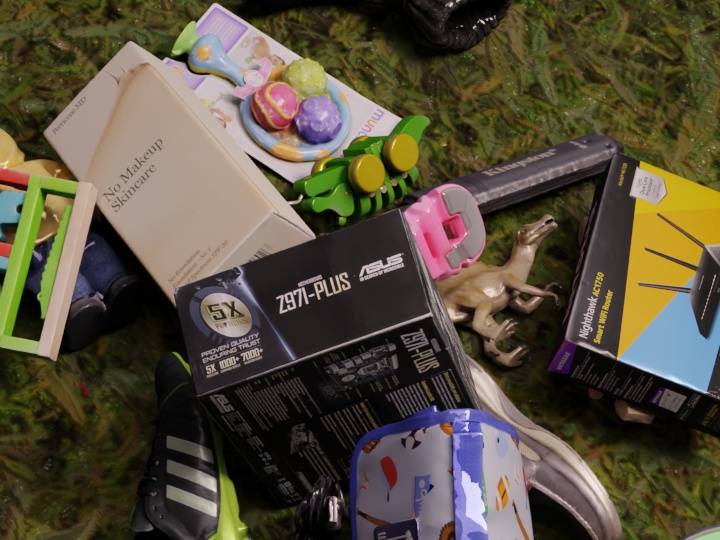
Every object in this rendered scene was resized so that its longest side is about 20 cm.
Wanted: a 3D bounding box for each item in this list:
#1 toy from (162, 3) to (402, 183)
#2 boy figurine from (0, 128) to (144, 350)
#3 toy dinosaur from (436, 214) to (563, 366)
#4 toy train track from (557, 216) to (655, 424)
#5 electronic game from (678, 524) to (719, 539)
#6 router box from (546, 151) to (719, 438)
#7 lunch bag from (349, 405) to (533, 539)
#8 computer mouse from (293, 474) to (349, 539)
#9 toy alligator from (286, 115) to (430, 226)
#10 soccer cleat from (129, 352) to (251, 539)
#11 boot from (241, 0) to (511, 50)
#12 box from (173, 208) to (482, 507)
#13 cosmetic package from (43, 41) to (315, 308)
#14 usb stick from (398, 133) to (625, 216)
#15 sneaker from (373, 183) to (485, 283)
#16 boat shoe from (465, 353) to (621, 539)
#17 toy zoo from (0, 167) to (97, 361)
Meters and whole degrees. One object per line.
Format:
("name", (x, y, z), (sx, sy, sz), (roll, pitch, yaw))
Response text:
("toy", (-0.066, -0.145, 1.529), (0.199, 0.047, 0.115), (30, 57, 9))
("boy figurine", (-0.251, -0.034, 1.401), (0.124, 0.065, 0.200), (-32, 67, -29))
("toy dinosaur", (0.088, 0.029, 1.454), (0.199, 0.058, 0.101), (-27, 49, -25))
("toy train track", (0.197, 0.042, 1.470), (0.114, 0.033, 0.201), (10, 47, -17))
("electronic game", (0.288, 0.272, 1.328), (0.199, 0.042, 0.201), (6, 55, -9))
("router box", (0.237, 0.017, 1.435), (0.148, 0.051, 0.201), (21, 51, -1))
("lunch bag", (0.055, 0.188, 1.208), (0.123, 0.200, 0.171), (-2, 74, -4))
("computer mouse", (-0.057, 0.236, 1.222), (0.053, 0.139, 0.201), (31, 74, 6))
("toy alligator", (-0.012, -0.061, 1.465), (0.200, 0.059, 0.055), (-33, 110, -34))
("soccer cleat", (-0.127, 0.148, 1.306), (0.081, 0.068, 0.201), (-13, 60, -9))
("boot", (0.013, -0.241, 1.595), (0.210, 0.080, 0.158), (-29, 66, -29))
("box", (-0.015, 0.065, 1.274), (0.163, 0.200, 0.087), (-19, 59, 6))
("cosmetic package", (-0.135, -0.062, 1.375), (0.104, 0.073, 0.200), (-46, 60, 7))
("usb stick", (0.125, -0.072, 1.523), (0.199, 0.055, 0.033), (-19, 105, -24))
("sneaker", (0.000, 0.000, 1.401), (0.199, 0.095, 0.079), (-27, 105, -34))
("boat shoe", (0.103, 0.144, 1.365), (0.073, 0.075, 0.200), (-41, 65, -16))
("toy zoo", (-0.301, -0.016, 1.353), (0.199, 0.020, 0.132), (11, 78, 11))
